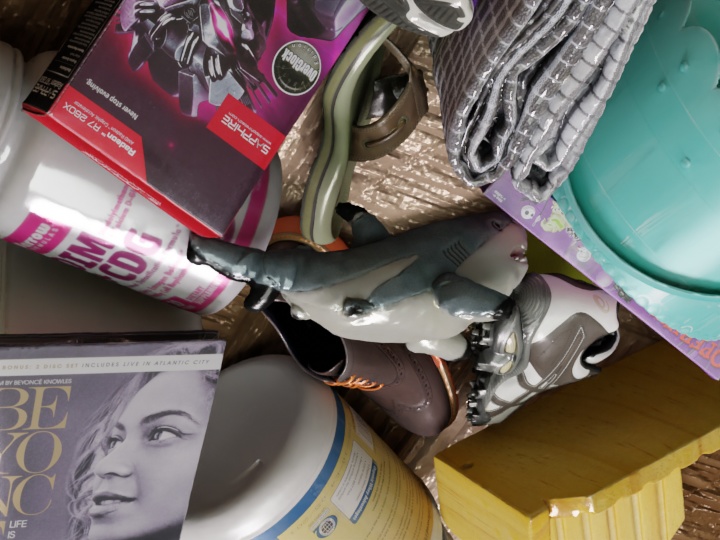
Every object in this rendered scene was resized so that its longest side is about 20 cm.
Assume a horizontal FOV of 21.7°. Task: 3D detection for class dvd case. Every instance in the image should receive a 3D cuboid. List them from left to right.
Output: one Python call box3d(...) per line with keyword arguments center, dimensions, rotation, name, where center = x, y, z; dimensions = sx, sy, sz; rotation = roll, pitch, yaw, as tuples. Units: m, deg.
box3d(center=(-0.168, 0.122, 1.109), dimensions=(0.148, 0.016, 0.201), rotation=(0, 122, -25), name="dvd case")

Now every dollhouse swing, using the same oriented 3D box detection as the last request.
box3d(center=(0.177, 0.171, 1.271), dimensions=(0.199, 0.182, 0.177), rotation=(-24, 112, -19), name="dollhouse swing")

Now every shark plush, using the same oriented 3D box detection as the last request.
box3d(center=(0.000, 0.000, 1.089), dimensions=(0.199, 0.084, 0.091), rotation=(0, 160, -3), name="shark plush")

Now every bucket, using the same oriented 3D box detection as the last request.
box3d(center=(0.208, -0.068, 1.096), dimensions=(0.207, 0.208, 0.135), rotation=(30, 123, -29), name="bucket")

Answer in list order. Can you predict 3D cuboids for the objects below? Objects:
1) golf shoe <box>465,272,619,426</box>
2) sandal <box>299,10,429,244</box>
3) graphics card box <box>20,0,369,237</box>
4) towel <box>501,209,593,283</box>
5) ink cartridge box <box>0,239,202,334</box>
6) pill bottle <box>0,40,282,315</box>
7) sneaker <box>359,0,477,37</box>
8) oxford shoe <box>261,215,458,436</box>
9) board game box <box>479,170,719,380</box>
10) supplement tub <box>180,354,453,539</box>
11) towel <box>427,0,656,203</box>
box3d(center=(0.116, 0.056, 1.208), dimensions=(0.094, 0.078, 0.200), rotation=(3, 163, -1), name="golf shoe")
box3d(center=(0.011, -0.093, 1.111), dimensions=(0.057, 0.080, 0.202), rotation=(23, 136, 7), name="sandal")
box3d(center=(-0.076, -0.134, 1.021), dimensions=(0.125, 0.051, 0.201), rotation=(36, 83, -27), name="graphics card box")
box3d(center=(0.102, -0.010, 1.240), dimensions=(0.199, 0.018, 0.086), rotation=(-16, 135, 3), name="towel")
box3d(center=(-0.192, 0.087, 1.196), dimensions=(0.128, 0.126, 0.201), rotation=(13, 125, -19), name="ink cartridge box")
box3d(center=(-0.156, -0.058, 1.091), dimensions=(0.199, 0.114, 0.114), rotation=(22, 122, -25), name="pill bottle")
box3d(center=(0.011, -0.217, 0.972), dimensions=(0.083, 0.081, 0.201), rotation=(-35, 100, -31), name="sneaker")
box3d(center=(-0.007, 0.056, 1.225), dimensions=(0.071, 0.073, 0.200), rotation=(-18, 129, 36), name="oxford shoe")
box3d(center=(0.140, -0.020, 1.149), dimensions=(0.200, 0.120, 0.032), rotation=(37, 98, -21), name="board game box")
box3d(center=(-0.034, 0.168, 1.277), dimensions=(0.144, 0.145, 0.200), rotation=(-31, 127, 15), name="supplement tub")
box3d(center=(0.100, -0.163, 1.018), dimensions=(0.085, 0.166, 0.201), rotation=(16, 125, -14), name="towel")
